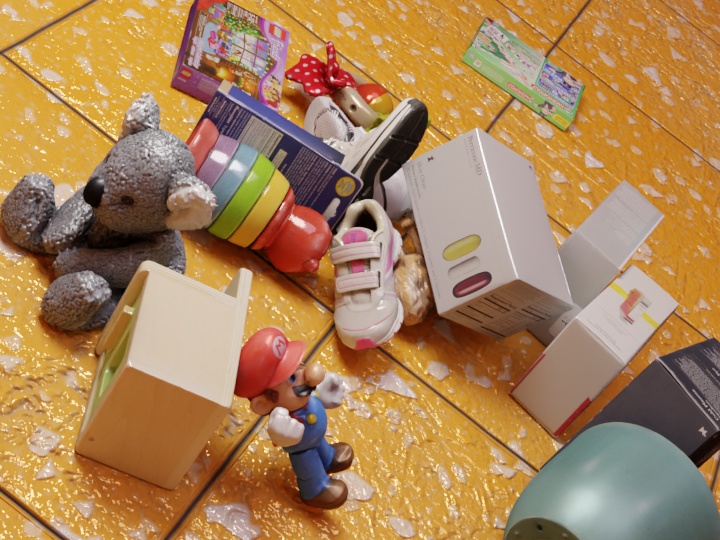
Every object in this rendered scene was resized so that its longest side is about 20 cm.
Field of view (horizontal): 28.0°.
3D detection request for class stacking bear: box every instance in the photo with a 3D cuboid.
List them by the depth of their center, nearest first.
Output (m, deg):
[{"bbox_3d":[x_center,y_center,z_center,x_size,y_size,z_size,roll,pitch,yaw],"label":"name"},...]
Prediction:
[{"bbox_3d":[-0.123,-0.071,1.629,0.200,0.114,0.122,35,35,-11],"label":"stacking bear"}]

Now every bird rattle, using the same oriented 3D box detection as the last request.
[{"bbox_3d":[-0.003,-0.217,1.930,0.200,0.113,0.163,40,14,9],"label":"bird rattle"}]

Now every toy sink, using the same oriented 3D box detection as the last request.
[{"bbox_3d":[-0.187,0.080,1.374,0.112,0.131,0.200,25,37,-16],"label":"toy sink"}]

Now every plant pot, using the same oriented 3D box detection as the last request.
[{"bbox_3d":[0.240,0.278,1.471,0.161,0.201,0.201,-23,66,-43],"label":"plant pot"}]

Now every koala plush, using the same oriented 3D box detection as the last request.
[{"bbox_3d":[-0.228,-0.066,1.445,0.183,0.200,0.178,-4,51,-43],"label":"koala plush"}]

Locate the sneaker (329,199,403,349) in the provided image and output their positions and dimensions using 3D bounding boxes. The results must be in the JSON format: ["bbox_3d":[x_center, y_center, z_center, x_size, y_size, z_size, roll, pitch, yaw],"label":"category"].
[{"bbox_3d":[0.000,0.000,1.633,0.088,0.081,0.201,65,18,-45],"label":"sneaker"}]

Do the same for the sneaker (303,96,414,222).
[{"bbox_3d":[0.006,-0.135,1.842,0.115,0.075,0.201,-1,55,-42],"label":"sneaker"}]

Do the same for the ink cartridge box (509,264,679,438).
[{"bbox_3d":[0.287,0.095,1.757,0.083,0.145,0.200,43,35,11],"label":"ink cartridge box"}]

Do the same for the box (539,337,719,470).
[{"bbox_3d":[0.333,0.185,1.623,0.104,0.200,0.182,50,28,18],"label":"box"}]

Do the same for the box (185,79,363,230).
[{"bbox_3d":[-0.104,-0.120,1.684,0.200,0.121,0.032,32,34,-7],"label":"box"}]

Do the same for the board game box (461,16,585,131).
[{"bbox_3d":[0.263,-0.316,2.311,0.200,0.029,0.135,34,36,-4],"label":"board game box"}]

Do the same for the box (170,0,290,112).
[{"bbox_3d":[-0.166,-0.278,1.884,0.136,0.039,0.200,25,36,-18],"label":"box"}]

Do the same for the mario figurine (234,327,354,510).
[{"bbox_3d":[-0.049,0.135,1.378,0.106,0.200,0.123,-34,36,-12],"label":"mario figurine"}]

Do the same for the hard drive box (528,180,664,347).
[{"bbox_3d":[0.294,-0.011,1.876,0.077,0.156,0.200,42,36,6],"label":"hard drive box"}]

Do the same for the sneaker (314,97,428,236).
[{"bbox_3d":[-0.013,-0.148,1.735,0.115,0.201,0.076,46,17,25],"label":"sneaker"}]

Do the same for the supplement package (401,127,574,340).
[{"bbox_3d":[0.152,-0.041,1.721,0.156,0.111,0.201,23,47,-54],"label":"supplement package"}]

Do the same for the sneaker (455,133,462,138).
[{"bbox_3d":[0.178,-0.097,1.931,0.200,0.089,0.075,46,34,12],"label":"sneaker"}]

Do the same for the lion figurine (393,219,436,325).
[{"bbox_3d":[0.094,0.009,1.754,0.199,0.072,0.123,2,58,-46],"label":"lion figurine"}]
